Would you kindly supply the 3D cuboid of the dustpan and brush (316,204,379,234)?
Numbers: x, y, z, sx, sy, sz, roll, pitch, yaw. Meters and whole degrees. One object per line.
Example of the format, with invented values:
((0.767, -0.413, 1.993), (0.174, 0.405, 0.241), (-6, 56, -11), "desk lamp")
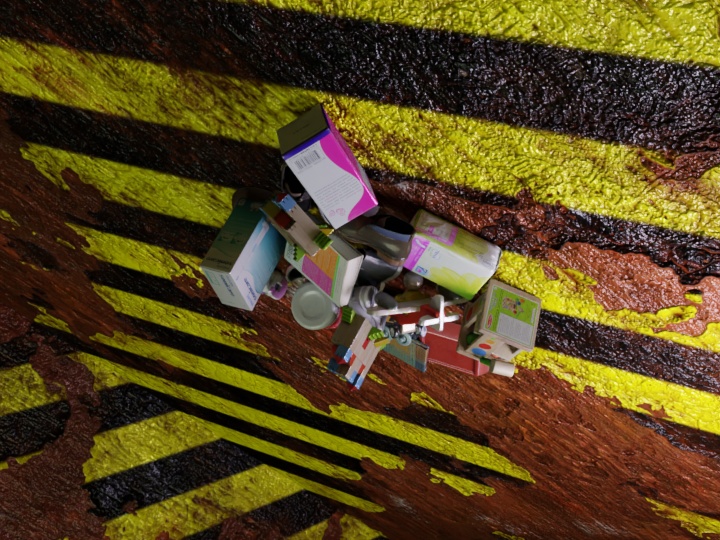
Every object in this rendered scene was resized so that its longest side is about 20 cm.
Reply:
((-0.039, -0.118, 1.661), (0.138, 0.058, 0.201), (18, 144, -2), "dustpan and brush")

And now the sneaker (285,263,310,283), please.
((-0.093, -0.001, 1.846), (0.198, 0.083, 0.070), (-2, 138, 38), "sneaker")

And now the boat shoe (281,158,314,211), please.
((-0.135, -0.182, 1.599), (0.074, 0.074, 0.201), (17, 149, 14), "boat shoe")

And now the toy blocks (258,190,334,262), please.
((-0.145, -0.103, 1.583), (0.137, 0.100, 0.200), (47, 172, -20), "toy blocks")

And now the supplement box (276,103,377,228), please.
((-0.061, -0.193, 1.461), (0.100, 0.104, 0.201), (-28, 129, 9), "supplement box")

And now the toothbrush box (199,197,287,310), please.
((-0.255, -0.036, 1.727), (0.084, 0.201, 0.147), (11, 149, 22), "toothbrush box")

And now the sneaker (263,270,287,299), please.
((-0.278, 0.001, 2.002), (0.088, 0.081, 0.200), (6, 147, 43), "sneaker")

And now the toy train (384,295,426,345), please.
((0.069, 0.109, 1.899), (0.198, 0.085, 0.115), (11, 125, 31), "toy train")

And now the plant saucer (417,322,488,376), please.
((0.230, 0.197, 1.966), (0.198, 0.037, 0.200), (17, 149, 16), "plant saucer")

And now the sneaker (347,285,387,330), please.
((0.013, 0.084, 1.784), (0.081, 0.075, 0.200), (7, 153, 20), "sneaker")

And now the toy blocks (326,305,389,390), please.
((-0.019, 0.183, 1.728), (0.099, 0.138, 0.200), (23, 164, 26), "toy blocks")

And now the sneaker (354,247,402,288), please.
((0.000, 0.000, 1.760), (0.105, 0.076, 0.200), (15, 148, -28), "sneaker")

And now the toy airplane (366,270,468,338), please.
((0.128, 0.069, 1.701), (0.197, 0.143, 0.200), (-10, 175, 19), "toy airplane")

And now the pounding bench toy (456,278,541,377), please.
((0.287, 0.155, 1.676), (0.123, 0.202, 0.156), (21, 150, -7), "pounding bench toy")

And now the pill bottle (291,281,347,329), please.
((-0.084, 0.084, 1.877), (0.111, 0.114, 0.200), (15, -178, 16), "pill bottle")

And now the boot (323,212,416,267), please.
((0.022, -0.096, 1.544), (0.199, 0.075, 0.097), (32, 142, 1), "boot")

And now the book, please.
((-0.090, -0.029, 1.707), (0.200, 0.048, 0.135), (41, 132, 30), "book")

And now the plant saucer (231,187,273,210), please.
((-0.219, -0.115, 1.812), (0.198, 0.035, 0.201), (20, 150, 12), "plant saucer")

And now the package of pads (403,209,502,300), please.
((0.178, -0.033, 1.607), (0.198, 0.069, 0.155), (26, 152, -2), "package of pads")

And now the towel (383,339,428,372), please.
((0.089, 0.187, 2.033), (0.199, 0.022, 0.147), (28, 154, 16), "towel")
